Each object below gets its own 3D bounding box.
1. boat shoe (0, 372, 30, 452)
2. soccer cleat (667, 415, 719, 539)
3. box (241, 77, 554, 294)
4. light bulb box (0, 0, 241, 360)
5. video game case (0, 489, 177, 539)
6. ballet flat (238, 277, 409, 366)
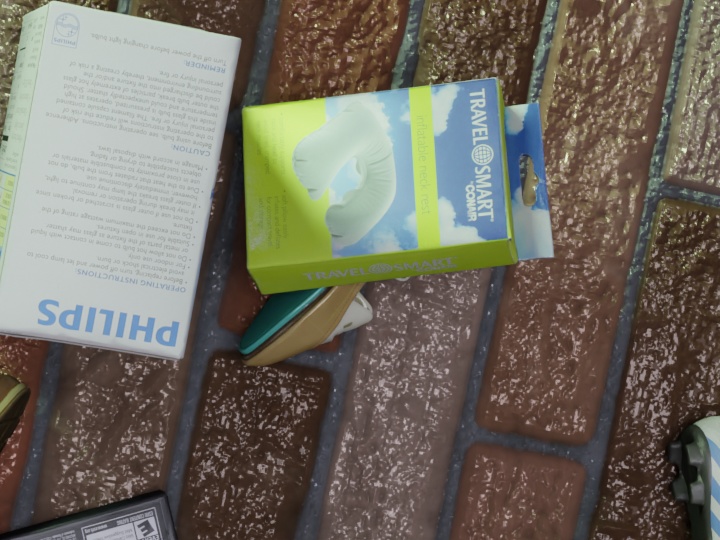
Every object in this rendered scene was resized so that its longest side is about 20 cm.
[{"bbox_3d":[-0.299,0.135,1.535,0.067,0.072,0.200,40,73,10],"label":"boat shoe"},{"bbox_3d":[0.273,0.204,1.685,0.086,0.070,0.202,-5,94,-14],"label":"soccer cleat"},{"bbox_3d":[0.023,-0.057,1.563,0.198,0.048,0.123,-7,67,8],"label":"box"},{"bbox_3d":[-0.166,-0.057,1.493,0.124,0.198,0.202,10,92,-13],"label":"light bulb box"},{"bbox_3d":[-0.207,0.262,1.591,0.199,0.025,0.182,-15,97,-14],"label":"video game case"},{"bbox_3d":[0.000,0.000,1.606,0.063,0.069,0.200,41,84,-19],"label":"ballet flat"}]
